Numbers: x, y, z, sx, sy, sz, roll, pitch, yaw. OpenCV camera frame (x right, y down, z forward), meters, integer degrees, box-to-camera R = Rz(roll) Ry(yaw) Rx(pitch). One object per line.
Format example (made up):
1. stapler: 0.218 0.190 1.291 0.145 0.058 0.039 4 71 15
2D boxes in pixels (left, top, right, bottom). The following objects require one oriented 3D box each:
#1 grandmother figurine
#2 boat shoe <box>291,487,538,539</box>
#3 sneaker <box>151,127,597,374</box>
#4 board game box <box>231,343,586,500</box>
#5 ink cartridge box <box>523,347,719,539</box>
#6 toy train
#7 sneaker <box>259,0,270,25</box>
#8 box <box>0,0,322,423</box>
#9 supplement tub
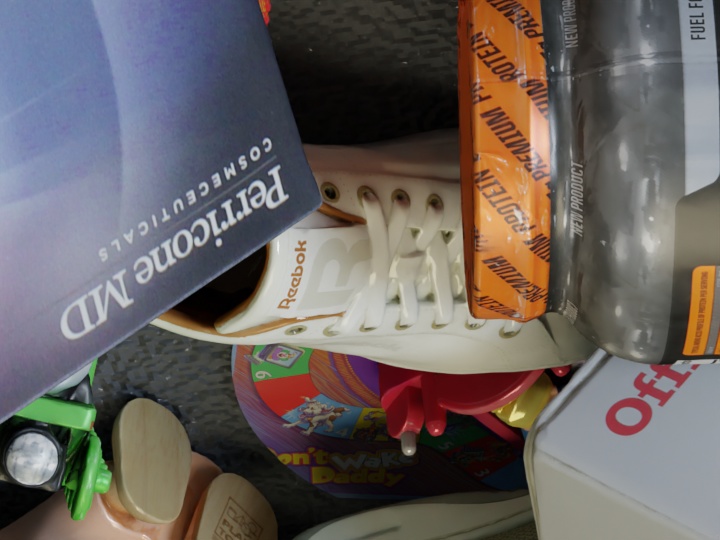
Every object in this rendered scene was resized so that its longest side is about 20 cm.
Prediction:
1. grandmother figurine: -0.117 0.118 1.014 0.200 0.061 0.121 -30 107 36
2. boat shoe: 0.073 0.099 0.928 0.201 0.065 0.074 -11 148 6
3. sneaker: 0.000 0.000 0.825 0.199 0.085 0.073 6 107 -10
4. board game box: 0.059 0.045 0.934 0.199 0.039 0.158 3 142 -6
5. ink cartridge box: 0.166 0.068 0.807 0.200 0.145 0.083 26 144 30
6. toy train: -0.089 0.034 0.828 0.042 0.057 0.200 13 178 -7
7. sneaker: -0.043 -0.098 0.713 0.073 0.077 0.200 -1 131 -1
8. box: -0.135 -0.059 0.599 0.123 0.200 0.199 15 131 46
9. supplement tub: 0.126 -0.038 0.765 0.199 0.123 0.123 -1 142 0
